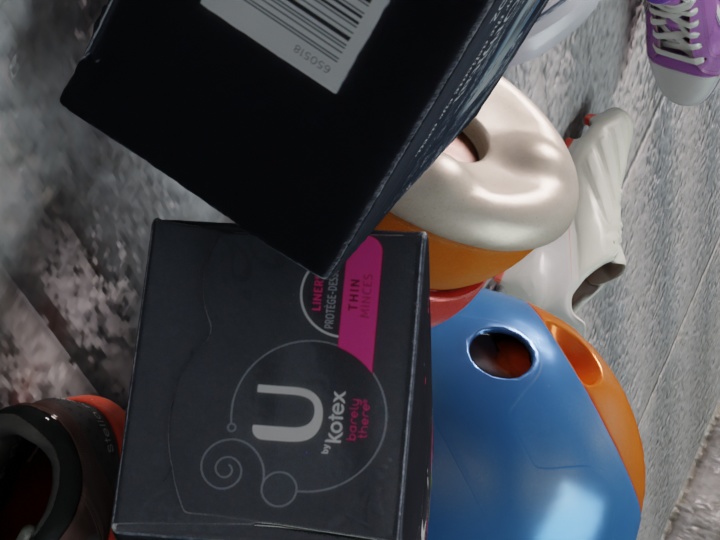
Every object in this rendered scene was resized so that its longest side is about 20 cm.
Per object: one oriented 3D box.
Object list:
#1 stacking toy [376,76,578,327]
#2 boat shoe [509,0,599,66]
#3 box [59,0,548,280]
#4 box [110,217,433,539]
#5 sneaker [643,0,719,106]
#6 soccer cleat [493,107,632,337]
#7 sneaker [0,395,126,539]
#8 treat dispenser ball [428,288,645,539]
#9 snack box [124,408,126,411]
[{"bbox_3d":[0.000,0.000,1.021,0.201,0.146,0.146,-60,170,32],"label":"stacking toy"},{"bbox_3d":[0.108,-0.195,1.220,0.200,0.073,0.067,-56,132,-38],"label":"boat shoe"},{"bbox_3d":[0.017,-0.133,0.768,0.197,0.117,0.200,-58,176,28],"label":"box"},{"bbox_3d":[-0.026,0.076,0.843,0.200,0.105,0.123,84,11,-67],"label":"box"},{"bbox_3d":[0.227,-0.197,1.594,0.114,0.072,0.202,-46,142,-46],"label":"sneaker"},{"bbox_3d":[0.163,-0.031,1.557,0.070,0.077,0.201,87,28,-56],"label":"soccer cleat"},{"bbox_3d":[-0.142,0.139,0.803,0.082,0.076,0.202,26,75,-64],"label":"sneaker"},{"bbox_3d":[0.049,0.110,1.137,0.202,0.199,0.202,-58,161,-34],"label":"treat dispenser ball"},{"bbox_3d":[-0.092,0.093,0.952,0.200,0.024,0.072,-55,149,-40],"label":"snack box"}]
